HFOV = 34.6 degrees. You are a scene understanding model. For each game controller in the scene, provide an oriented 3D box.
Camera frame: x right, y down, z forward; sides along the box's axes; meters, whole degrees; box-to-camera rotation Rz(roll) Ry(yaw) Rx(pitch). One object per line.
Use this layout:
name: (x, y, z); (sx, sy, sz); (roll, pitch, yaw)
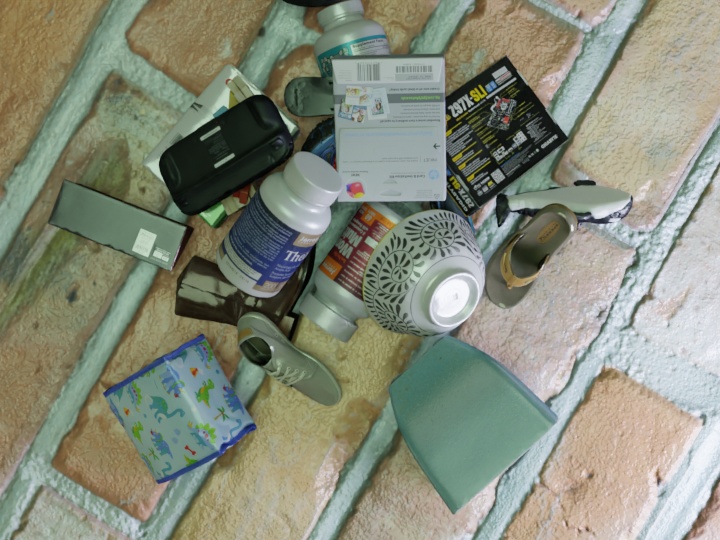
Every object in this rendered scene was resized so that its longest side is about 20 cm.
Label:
game controller: (-0.191, -0.162, 1.621); (0.199, 0.042, 0.105); (-29, 78, 16)

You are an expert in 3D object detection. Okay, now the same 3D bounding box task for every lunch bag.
lunch bag: (-0.281, 0.216, 1.730); (0.199, 0.127, 0.171); (-31, 89, 32)

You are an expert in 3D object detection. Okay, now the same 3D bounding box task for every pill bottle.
pill bottle: (-0.003, -0.292, 1.707); (0.110, 0.111, 0.201); (-18, 90, 3)
pill bottle: (0.000, 0.000, 1.715); (0.109, 0.110, 0.201); (35, 93, 1)
pill bottle: (-0.111, -0.066, 1.629); (0.111, 0.111, 0.200); (39, 119, 1)

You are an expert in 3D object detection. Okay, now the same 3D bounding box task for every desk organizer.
desk organizer: (-0.358, -0.068, 1.747); (0.199, 0.077, 0.072); (21, 93, 2)

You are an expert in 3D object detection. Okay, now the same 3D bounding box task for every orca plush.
orca plush: (0.302, -0.077, 1.719); (0.198, 0.105, 0.071); (-9, 122, 0)

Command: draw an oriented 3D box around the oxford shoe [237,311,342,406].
oxford shoe: (-0.111, 0.144, 1.726); (0.200, 0.058, 0.075); (43, 125, -18)

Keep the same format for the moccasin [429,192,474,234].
moccasin: (0.110, -0.130, 1.720); (0.068, 0.080, 0.201); (-21, 90, 0)

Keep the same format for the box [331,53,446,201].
box: (0.041, -0.197, 1.603); (0.155, 0.041, 0.201); (0, 108, 7)

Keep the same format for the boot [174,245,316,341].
boot: (-0.178, 0.003, 1.752); (0.199, 0.064, 0.188); (18, 90, 7)

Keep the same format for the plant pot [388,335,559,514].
plant pot: (0.149, 0.206, 1.680); (0.196, 0.196, 0.200); (-43, 80, 3)

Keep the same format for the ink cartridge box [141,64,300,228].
ink cartridge box: (-0.205, -0.185, 1.732); (0.146, 0.084, 0.200); (42, 92, 0)

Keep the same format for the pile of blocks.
pile of blocks: (-0.186, -0.180, 1.658); (0.081, 0.062, 0.202); (-2, 92, 1)

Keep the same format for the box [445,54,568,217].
box: (0.186, -0.198, 1.690); (0.200, 0.049, 0.160); (-37, 88, -25)

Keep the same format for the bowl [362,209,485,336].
bowl: (0.111, 0.022, 1.664); (0.200, 0.094, 0.202); (-15, 122, -26)

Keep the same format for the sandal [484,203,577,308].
sandal: (0.243, -0.016, 1.691); (0.080, 0.054, 0.200); (35, 127, -3)

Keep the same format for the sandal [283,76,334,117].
sandal: (-0.011, -0.251, 1.632); (0.199, 0.043, 0.077); (-10, 92, 10)

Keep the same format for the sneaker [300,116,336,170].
sneaker: (-0.060, -0.146, 1.710); (0.078, 0.076, 0.200); (23, 132, -13)

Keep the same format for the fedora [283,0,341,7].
fedora: (-0.060, -0.439, 1.691); (0.199, 0.201, 0.092); (-11, 116, 3)
